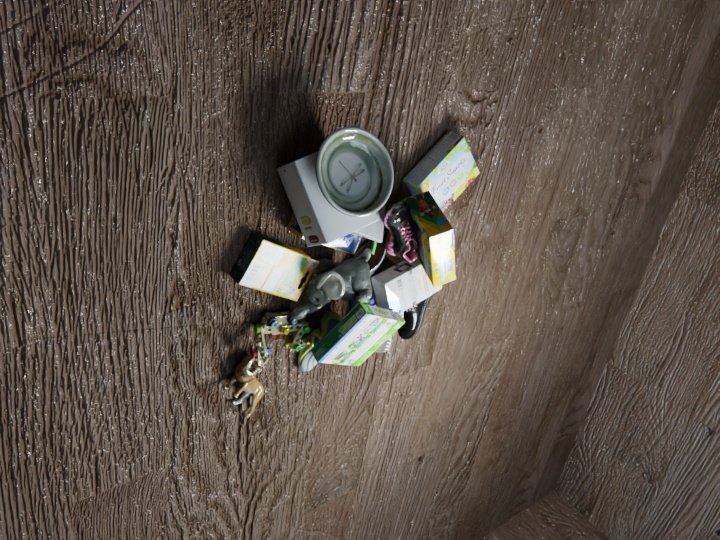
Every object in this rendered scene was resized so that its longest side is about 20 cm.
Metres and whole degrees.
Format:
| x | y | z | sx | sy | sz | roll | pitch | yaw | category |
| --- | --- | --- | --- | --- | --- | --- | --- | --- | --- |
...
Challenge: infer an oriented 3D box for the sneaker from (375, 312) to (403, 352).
| x | y | z | sx | sy | sz | roll | pitch | yaw | category |
| --- | --- | --- | --- | --- | --- | --- | --- | --- | --- |
| 0.072 | 0.159 | 1.896 | 0.074 | 0.082 | 0.200 | 7 | 130 | -19 | sneaker |

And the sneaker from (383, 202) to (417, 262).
| x | y | z | sx | sy | sz | roll | pitch | yaw | category |
| --- | --- | --- | --- | --- | --- | --- | --- | --- | --- |
| 0.120 | -0.097 | 1.678 | 0.079 | 0.095 | 0.200 | -35 | 144 | -18 | sneaker |

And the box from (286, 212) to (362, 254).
| x | y | z | sx | sy | sz | roll | pitch | yaw | category |
| --- | --- | --- | --- | --- | --- | --- | --- | --- | --- |
| -0.087 | -0.100 | 1.586 | 0.200 | 0.070 | 0.064 | 15 | 103 | -47 | box |

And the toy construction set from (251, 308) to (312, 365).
| x | y | z | sx | sy | sz | roll | pitch | yaw | category |
| --- | --- | --- | --- | --- | --- | --- | --- | --- | --- |
| -0.215 | 0.173 | 1.652 | 0.200 | 0.092 | 0.132 | -16 | 129 | -48 | toy construction set |

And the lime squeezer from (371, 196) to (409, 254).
| x | y | z | sx | sy | sz | roll | pitch | yaw | category |
| --- | --- | --- | --- | --- | --- | --- | --- | --- | --- |
| 0.074 | -0.143 | 1.721 | 0.071 | 0.038 | 0.200 | 42 | 74 | -32 | lime squeezer |

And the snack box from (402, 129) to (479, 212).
| x | y | z | sx | sy | sz | roll | pitch | yaw | category |
| --- | --- | --- | --- | --- | --- | --- | --- | --- | --- |
| 0.234 | -0.269 | 1.768 | 0.200 | 0.068 | 0.169 | -48 | 141 | -7 | snack box |

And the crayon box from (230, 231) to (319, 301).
| x | y | z | sx | sy | sz | roll | pitch | yaw | category |
| --- | --- | --- | --- | --- | --- | --- | --- | --- | --- |
| -0.212 | -0.006 | 1.551 | 0.200 | 0.052 | 0.126 | 22 | 101 | -47 | crayon box |

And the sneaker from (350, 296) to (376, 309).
| x | y | z | sx | sy | sz | roll | pitch | yaw | category |
| --- | --- | --- | --- | --- | --- | --- | --- | --- | --- |
| 0.016 | 0.135 | 1.837 | 0.074 | 0.082 | 0.201 | -16 | 126 | -32 | sneaker |

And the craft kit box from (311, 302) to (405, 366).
| x | y | z | sx | sy | sz | roll | pitch | yaw | category |
| --- | --- | --- | --- | --- | --- | --- | --- | --- | --- |
| -0.003 | 0.179 | 1.685 | 0.200 | 0.049 | 0.197 | -45 | 145 | 18 | craft kit box |

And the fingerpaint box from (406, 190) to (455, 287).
| x | y | z | sx | sy | sz | roll | pitch | yaw | category |
| --- | --- | --- | --- | --- | --- | --- | --- | --- | --- |
| 0.191 | -0.083 | 1.682 | 0.073 | 0.167 | 0.200 | -19 | 139 | -6 | fingerpaint box |

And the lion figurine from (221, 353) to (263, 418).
| x | y | z | sx | sy | sz | roll | pitch | yaw | category |
| --- | --- | --- | --- | --- | --- | --- | --- | --- | --- |
| -0.302 | 0.311 | 1.687 | 0.123 | 0.072 | 0.200 | -46 | 155 | -27 | lion figurine |

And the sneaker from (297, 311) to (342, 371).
| x | y | z | sx | sy | sz | roll | pitch | yaw | category |
| --- | --- | --- | --- | --- | --- | --- | --- | --- | --- |
| -0.103 | 0.220 | 1.768 | 0.076 | 0.105 | 0.201 | 16 | 106 | -48 | sneaker |

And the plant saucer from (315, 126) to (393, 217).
| x | y | z | sx | sy | sz | roll | pitch | yaw | category |
| --- | --- | --- | --- | --- | --- | --- | --- | --- | --- |
| -0.020 | -0.218 | 1.390 | 0.199 | 0.050 | 0.201 | 1 | 87 | -31 | plant saucer |

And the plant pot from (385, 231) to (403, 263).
| x | y | z | sx | sy | sz | roll | pitch | yaw | category |
| --- | --- | --- | --- | --- | --- | --- | --- | --- | --- |
| 0.160 | -0.098 | 1.800 | 0.199 | 0.028 | 0.200 | -14 | 138 | -13 | plant pot |

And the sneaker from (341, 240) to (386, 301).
| x | y | z | sx | sy | sz | roll | pitch | yaw | category |
| --- | --- | --- | --- | --- | --- | --- | --- | --- | --- |
| 0.000 | 0.000 | 1.758 | 0.200 | 0.073 | 0.085 | -53 | 175 | -12 | sneaker |

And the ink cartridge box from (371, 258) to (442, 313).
| x | y | z | sx | sy | sz | roll | pitch | yaw | category |
| --- | --- | --- | --- | --- | --- | --- | --- | --- | --- |
| 0.136 | 0.038 | 1.795 | 0.200 | 0.067 | 0.116 | -27 | 120 | -27 | ink cartridge box |

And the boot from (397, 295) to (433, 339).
| x | y | z | sx | sy | sz | roll | pitch | yaw | category |
| --- | --- | --- | --- | --- | --- | --- | --- | --- | --- |
| 0.133 | 0.117 | 1.936 | 0.158 | 0.079 | 0.212 | 7 | 107 | -48 | boot |

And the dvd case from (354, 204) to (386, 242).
| x | y | z | sx | sy | sz | roll | pitch | yaw | category |
| --- | --- | --- | --- | --- | --- | --- | --- | --- | --- |
| -0.002 | -0.165 | 1.610 | 0.200 | 0.018 | 0.143 | 18 | 74 | -47 | dvd case |

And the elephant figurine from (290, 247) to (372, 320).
| x | y | z | sx | sy | sz | roll | pitch | yaw | category |
| --- | --- | --- | --- | --- | --- | --- | --- | --- | --- |
| -0.077 | 0.038 | 1.613 | 0.199 | 0.156 | 0.142 | -1 | 163 | -18 | elephant figurine |

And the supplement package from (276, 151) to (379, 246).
| x | y | z | sx | sy | sz | roll | pitch | yaw | category |
| --- | --- | --- | --- | --- | --- | --- | --- | --- | --- |
| -0.076 | -0.178 | 1.449 | 0.155 | 0.111 | 0.201 | -27 | 101 | -28 | supplement package |
